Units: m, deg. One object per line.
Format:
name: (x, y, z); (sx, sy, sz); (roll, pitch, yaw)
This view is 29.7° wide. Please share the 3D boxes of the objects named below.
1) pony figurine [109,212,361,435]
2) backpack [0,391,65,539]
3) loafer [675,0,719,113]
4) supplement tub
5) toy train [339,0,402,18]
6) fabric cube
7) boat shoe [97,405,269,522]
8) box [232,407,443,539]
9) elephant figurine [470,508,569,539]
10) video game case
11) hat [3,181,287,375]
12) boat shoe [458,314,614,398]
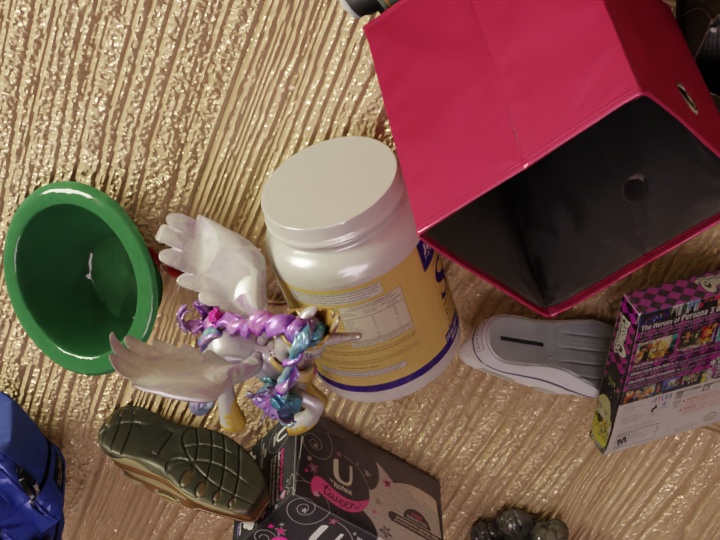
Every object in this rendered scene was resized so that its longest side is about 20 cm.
pony figurine: (-0.101, 0.064, 1.140); (0.190, 0.168, 0.201); (17, 150, 0)
backpack: (-0.377, 0.237, 1.372); (0.166, 0.164, 0.201); (-21, 126, 12)
loafer: (0.292, -0.152, 1.123); (0.072, 0.072, 0.202); (-11, 128, 8)
supplement tub: (0.000, 0.000, 1.196); (0.143, 0.147, 0.202); (-13, 129, 9)
toy train: (0.049, -0.264, 1.027); (0.198, 0.086, 0.114); (-26, 135, 19)
fabric cube: (0.148, -0.119, 1.029); (0.199, 0.202, 0.195); (-31, 143, 26)
boat shoe: (-0.174, 0.201, 1.372); (0.198, 0.076, 0.074); (22, 146, 28)
box: (-0.020, 0.255, 1.410); (0.198, 0.133, 0.115); (31, 122, -22)
elephant figurine: (0.174, 0.373, 1.466); (0.153, 0.201, 0.143); (15, 128, -13)
video game case: (0.322, 0.079, 1.291); (0.197, 0.036, 0.183); (-13, 132, -20)
hat: (-0.209, 0.003, 1.278); (0.165, 0.176, 0.201); (-36, 84, 28)
boat shoe: (0.188, 0.082, 1.325); (0.197, 0.075, 0.067); (17, 160, -23)
